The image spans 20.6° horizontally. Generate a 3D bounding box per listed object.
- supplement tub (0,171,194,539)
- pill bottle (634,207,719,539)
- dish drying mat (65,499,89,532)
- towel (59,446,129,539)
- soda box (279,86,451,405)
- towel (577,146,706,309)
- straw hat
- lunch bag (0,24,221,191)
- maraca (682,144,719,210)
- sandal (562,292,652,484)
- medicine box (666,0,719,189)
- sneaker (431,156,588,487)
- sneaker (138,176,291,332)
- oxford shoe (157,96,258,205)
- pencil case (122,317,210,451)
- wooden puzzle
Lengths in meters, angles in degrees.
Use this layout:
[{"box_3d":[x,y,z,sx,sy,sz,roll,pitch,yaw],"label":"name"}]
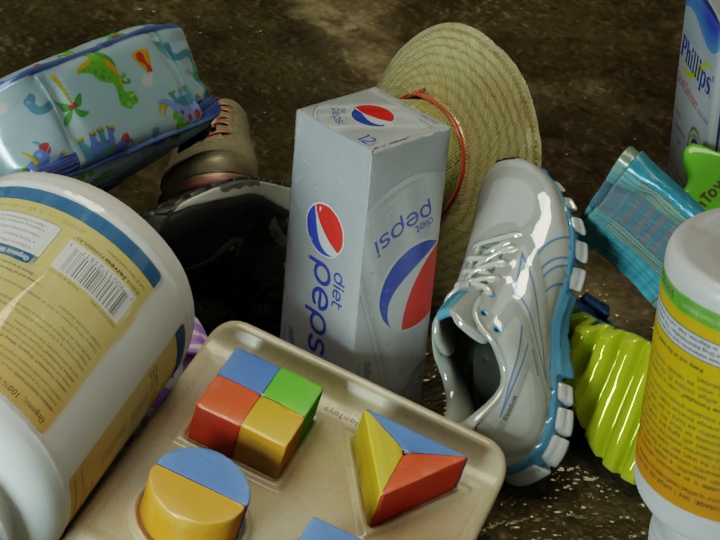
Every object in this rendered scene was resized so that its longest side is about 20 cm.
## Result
[{"box_3d":[-0.188,0.060,1.002,0.144,0.145,0.200,15,45,19],"label":"supplement tub"},{"box_3d":[0.204,0.077,1.045,0.111,0.201,0.111,3,29,-2],"label":"pill bottle"},{"box_3d":[-0.105,0.143,1.081,0.199,0.018,0.077,-1,31,-8],"label":"dish drying mat"},{"box_3d":[-0.168,0.127,1.067,0.199,0.018,0.086,-8,35,-17],"label":"towel"},{"box_3d":[0.000,0.000,1.157,0.063,0.201,0.068,-20,37,-37],"label":"soda box"},{"box_3d":[0.208,0.021,1.144,0.022,0.147,0.200,-43,83,-14],"label":"towel"},{"box_3d":[0.021,-0.071,1.276,0.085,0.202,0.201,3,25,-35],"label":"straw hat"},{"box_3d":[-0.196,-0.079,1.235,0.161,0.083,0.200,-25,4,38],"label":"lunch bag"},{"box_3d":[0.268,0.002,1.244,0.200,0.107,0.137,40,79,10],"label":"maraca"},{"box_3d":[0.155,0.064,1.195,0.087,0.080,0.200,13,24,-48],"label":"sandal"},{"box_3d":[0.308,-0.084,1.331,0.182,0.201,0.103,0,25,-5],"label":"medicine box"},{"box_3d":[0.080,0.019,1.150,0.087,0.075,0.201,25,56,-41],"label":"sneaker"},{"box_3d":[-0.066,-0.006,1.227,0.076,0.088,0.200,-21,-9,29],"label":"sneaker"},{"box_3d":[-0.104,-0.080,1.340,0.070,0.075,0.200,-4,4,-6],"label":"oxford shoe"},{"box_3d":[-0.143,0.036,1.196,0.084,0.086,0.200,-20,35,-13],"label":"pencil case"},{"box_3d":[-0.033,0.119,1.029,0.185,0.046,0.200,25,45,7],"label":"wooden puzzle"}]
